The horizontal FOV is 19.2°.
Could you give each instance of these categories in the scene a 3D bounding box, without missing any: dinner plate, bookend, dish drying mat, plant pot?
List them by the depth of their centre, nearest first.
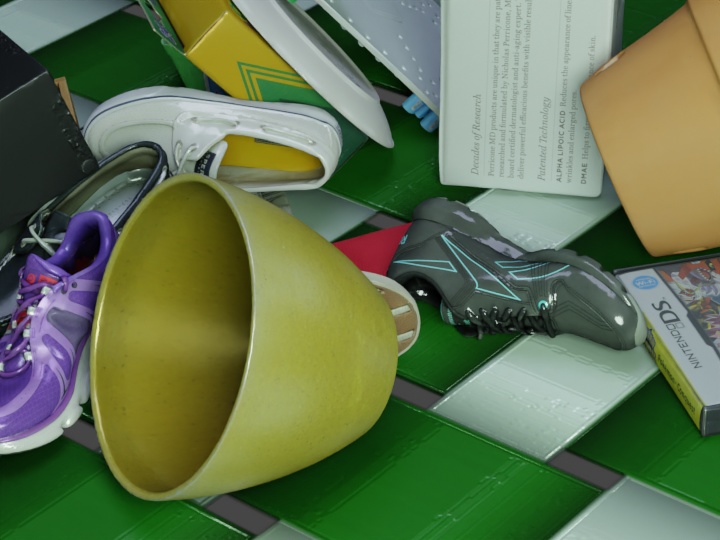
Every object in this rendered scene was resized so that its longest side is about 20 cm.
[{"bbox_3d":[-0.062,0.049,1.333,0.141,0.201,0.200,10,21,-35],"label":"plant pot"},{"bbox_3d":[0.247,-0.099,1.531,0.139,0.201,0.200,-24,29,12],"label":"plant pot"},{"bbox_3d":[0.000,0.000,1.545,0.199,0.018,0.077,-17,35,-21],"label":"dish drying mat"},{"bbox_3d":[-0.327,-0.090,1.562,0.200,0.092,0.199,-34,36,-14],"label":"bookend"},{"bbox_3d":[-0.038,-0.175,1.690,0.024,0.200,0.200,-43,32,10],"label":"dinner plate"}]

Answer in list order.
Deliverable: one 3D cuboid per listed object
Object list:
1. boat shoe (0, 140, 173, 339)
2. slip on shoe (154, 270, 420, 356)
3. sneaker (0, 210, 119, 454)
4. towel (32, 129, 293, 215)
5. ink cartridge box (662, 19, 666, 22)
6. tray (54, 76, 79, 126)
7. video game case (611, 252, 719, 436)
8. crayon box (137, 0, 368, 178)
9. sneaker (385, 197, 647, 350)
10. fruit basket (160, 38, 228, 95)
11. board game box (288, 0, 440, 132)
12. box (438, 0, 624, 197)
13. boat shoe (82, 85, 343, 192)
[{"bbox_3d":[-0.211,-0.022,1.526,0.075,0.061,0.200,26,53,23],"label":"boat shoe"},{"bbox_3d":[-0.061,0.037,1.445,0.199,0.076,0.061,-12,20,-3],"label":"slip on shoe"},{"bbox_3d":[-0.216,0.038,1.416,0.080,0.084,0.200,4,46,23],"label":"sneaker"},{"bbox_3d":[-0.157,-0.068,1.650,0.199,0.035,0.193,-8,32,-10],"label":"towel"},{"bbox_3d":[0.364,-0.168,1.730,0.199,0.084,0.145,-20,36,-26],"label":"ink cartridge box"},{"bbox_3d":[-0.317,-0.087,1.661,0.199,0.037,0.099,-17,36,-4],"label":"tray"},{"bbox_3d":[0.294,0.038,1.453,0.199,0.026,0.181,-9,32,-10],"label":"video game case"},{"bbox_3d":[-0.090,-0.171,1.670,0.052,0.200,0.126,-45,34,10],"label":"crayon box"},{"bbox_3d":[0.106,0.021,1.472,0.199,0.076,0.079,23,64,32],"label":"sneaker"},{"bbox_3d":[-0.117,-0.256,1.797,0.093,0.201,0.186,1,31,6],"label":"fruit basket"},{"bbox_3d":[0.002,-0.226,1.782,0.026,0.200,0.200,-40,21,23],"label":"board game box"},{"bbox_3d":[0.139,-0.194,1.677,0.130,0.201,0.199,5,32,9],"label":"box"},{"bbox_3d":[-0.115,-0.090,1.602,0.199,0.071,0.070,6,32,2],"label":"boat shoe"}]
